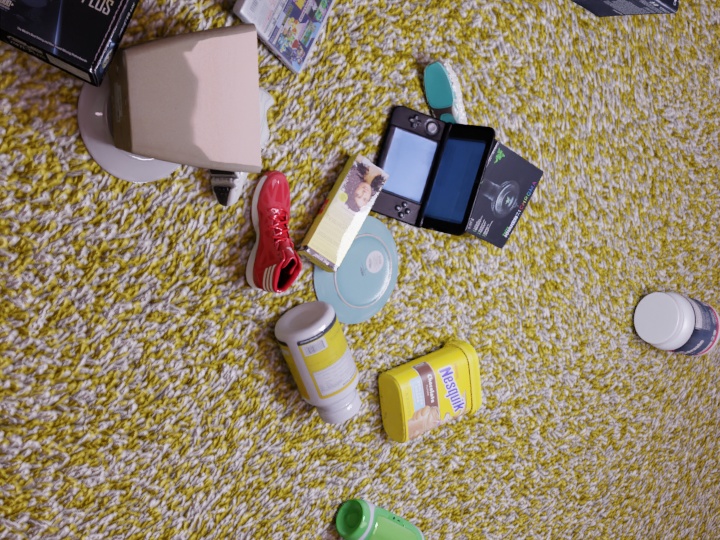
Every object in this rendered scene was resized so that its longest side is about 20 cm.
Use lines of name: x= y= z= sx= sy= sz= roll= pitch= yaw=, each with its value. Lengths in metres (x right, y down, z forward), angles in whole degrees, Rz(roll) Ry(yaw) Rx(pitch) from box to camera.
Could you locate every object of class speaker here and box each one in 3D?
speaker: x=0.042 y=0.510 z=1.802 sx=0.199 sy=0.088 sz=0.089 roll=37 pitch=76 yaw=-37

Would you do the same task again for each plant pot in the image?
plant pot: x=-0.257 y=-0.242 z=1.320 sx=0.174 sy=0.199 sz=0.203 roll=-7 pitch=103 yaw=-25

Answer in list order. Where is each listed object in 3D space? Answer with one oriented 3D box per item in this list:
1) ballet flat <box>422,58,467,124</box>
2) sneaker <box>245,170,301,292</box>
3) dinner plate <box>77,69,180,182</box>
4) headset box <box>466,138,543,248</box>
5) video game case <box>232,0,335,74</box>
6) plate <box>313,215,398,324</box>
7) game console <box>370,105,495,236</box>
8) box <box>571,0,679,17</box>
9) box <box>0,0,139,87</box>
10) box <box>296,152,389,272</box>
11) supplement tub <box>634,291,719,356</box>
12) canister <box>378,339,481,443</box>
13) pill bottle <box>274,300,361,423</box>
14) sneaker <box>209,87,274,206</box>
ballet flat: x=0.167 y=-0.312 z=1.755 sx=0.071 sy=0.071 sz=0.202 roll=-34 pitch=123 yaw=-28
sneaker: x=-0.126 y=-0.060 z=1.530 sx=0.077 sy=0.115 sz=0.204 roll=-1 pitch=100 yaw=-38
dinner plate: x=-0.325 y=-0.233 z=1.396 sx=0.198 sy=0.024 sz=0.204 roll=-10 pitch=106 yaw=-38
headset box: x=0.232 y=-0.158 z=1.766 sx=0.199 sy=0.092 sz=0.176 roll=21 pitch=100 yaw=-50
video game case: x=-0.108 y=-0.451 z=1.495 sx=0.182 sy=0.023 sz=0.202 roll=37 pitch=74 yaw=-55
plate: x=0.000 y=0.000 z=1.702 sx=0.198 sy=0.025 sz=0.204 roll=-8 pitch=103 yaw=-37
game console: x=0.122 y=-0.182 z=1.666 sx=0.173 sy=0.116 sz=0.203 roll=18 pitch=87 yaw=-12
box: x=0.556 y=-0.637 z=1.906 sx=0.116 sy=0.199 sz=0.200 roll=10 pitch=93 yaw=-39
box: x=-0.401 y=-0.363 z=1.214 sx=0.198 sy=0.086 sz=0.166 roll=25 pitch=83 yaw=-10
box: x=-0.031 y=-0.101 z=1.630 sx=0.075 sy=0.050 sz=0.202 roll=31 pitch=79 yaw=-19
supplement tub: x=0.777 y=0.130 z=2.277 sx=0.198 sy=0.139 sz=0.143 roll=13 pitch=91 yaw=-39
canister: x=0.136 y=0.238 z=1.822 sx=0.198 sy=0.086 sz=0.151 roll=-18 pitch=110 yaw=-33
pill bottle: x=-0.068 y=0.164 z=1.625 sx=0.111 sy=0.111 sz=0.202 roll=-35 pitch=119 yaw=-28
sneaker: x=-0.185 y=-0.200 z=1.488 sx=0.080 sy=0.074 sz=0.203 roll=10 pitch=93 yaw=-48
